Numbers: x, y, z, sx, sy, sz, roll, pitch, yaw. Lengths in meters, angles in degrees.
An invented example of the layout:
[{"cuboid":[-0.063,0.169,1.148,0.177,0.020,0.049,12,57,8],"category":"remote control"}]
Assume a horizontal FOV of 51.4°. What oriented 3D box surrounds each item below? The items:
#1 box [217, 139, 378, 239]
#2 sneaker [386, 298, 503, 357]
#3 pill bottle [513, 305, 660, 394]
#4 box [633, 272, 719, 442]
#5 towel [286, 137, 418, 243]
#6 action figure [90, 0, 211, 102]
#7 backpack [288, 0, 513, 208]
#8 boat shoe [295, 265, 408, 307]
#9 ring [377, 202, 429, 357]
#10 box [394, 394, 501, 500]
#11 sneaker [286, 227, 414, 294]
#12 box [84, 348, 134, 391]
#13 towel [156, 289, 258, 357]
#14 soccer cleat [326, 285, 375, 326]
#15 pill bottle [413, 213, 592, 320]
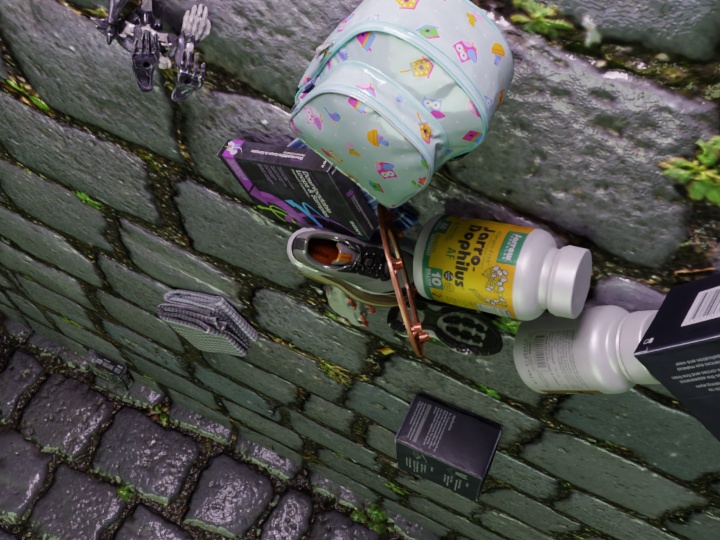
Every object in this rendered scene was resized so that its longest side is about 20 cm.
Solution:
[{"cuboid":[-0.085,-0.112,1.025,0.199,0.036,0.143,12,152,35],"category":"box"},{"cuboid":[0.145,0.097,1.213,0.199,0.077,0.089,17,167,34],"category":"sneaker"},{"cuboid":[0.311,0.105,0.990,0.114,0.115,0.200,39,153,-24],"category":"pill bottle"},{"cuboid":[0.447,0.100,0.803,0.200,0.118,0.197,45,153,-7],"category":"box"},{"cuboid":[-0.027,-0.109,1.038,0.200,0.024,0.145,37,156,-17],"category":"towel"},{"cuboid":[-0.227,-0.268,0.833,0.118,0.102,0.200,12,-151,-35],"category":"action figure"},{"cuboid":[0.039,-0.166,0.707,0.176,0.154,0.200,39,147,-12],"category":"backpack"},{"cuboid":[0.000,-0.001,1.132,0.199,0.072,0.068,22,146,-21],"category":"boat shoe"},{"cuboid":[0.057,0.010,0.948,0.019,0.201,0.201,-14,144,7],"category":"ring"},{"cuboid":[0.188,0.389,1.635,0.199,0.118,0.197,21,154,15],"category":"box"},{"cuboid":[-0.004,-0.010,1.049,0.199,0.074,0.079,12,177,-13],"category":"sneaker"},{"cuboid":[-0.963,0.384,2.878,0.157,0.050,0.200,26,155,5],"category":"box"},{"cuboid":[-0.357,0.128,1.740,0.199,0.086,0.166,9,150,35],"category":"towel"},{"cuboid":[-0.028,0.035,1.257,0.077,0.070,0.200,22,157,21],"category":"soccer cleat"},{"cuboid":[0.175,-0.001,0.924,0.199,0.113,0.113,13,152,30],"category":"pill bottle"}]
